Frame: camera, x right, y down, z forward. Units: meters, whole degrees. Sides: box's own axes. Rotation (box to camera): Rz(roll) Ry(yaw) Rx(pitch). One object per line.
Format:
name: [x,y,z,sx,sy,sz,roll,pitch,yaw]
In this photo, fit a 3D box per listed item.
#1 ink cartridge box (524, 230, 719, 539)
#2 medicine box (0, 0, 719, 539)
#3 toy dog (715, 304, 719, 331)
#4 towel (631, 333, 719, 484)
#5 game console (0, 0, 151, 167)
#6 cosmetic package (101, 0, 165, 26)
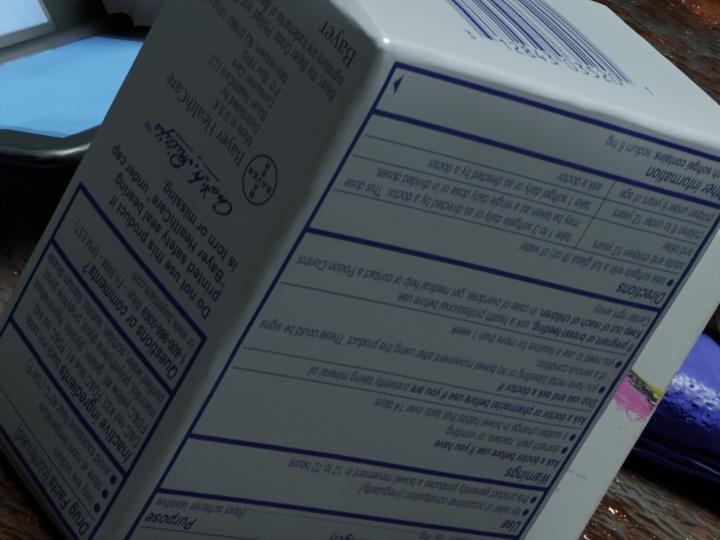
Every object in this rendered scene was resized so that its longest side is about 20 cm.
ink cartridge box: [0.086,0.003,1.061,0.067,0.201,0.117,26,17,-10]
medicine box: [0.000,0.000,0.933,0.182,0.201,0.103,12,26,-43]
toy dog: [0.147,-0.034,1.351,0.132,0.097,0.200,26,1,-36]
towel: [0.142,0.058,1.263,0.199,0.050,0.148,27,10,-8]
game console: [-0.135,-0.116,1.104,0.200,0.118,0.171,-26,90,-56]
cosmetic package: [-0.135,-0.141,1.321,0.101,0.072,0.200,28,18,-5]
